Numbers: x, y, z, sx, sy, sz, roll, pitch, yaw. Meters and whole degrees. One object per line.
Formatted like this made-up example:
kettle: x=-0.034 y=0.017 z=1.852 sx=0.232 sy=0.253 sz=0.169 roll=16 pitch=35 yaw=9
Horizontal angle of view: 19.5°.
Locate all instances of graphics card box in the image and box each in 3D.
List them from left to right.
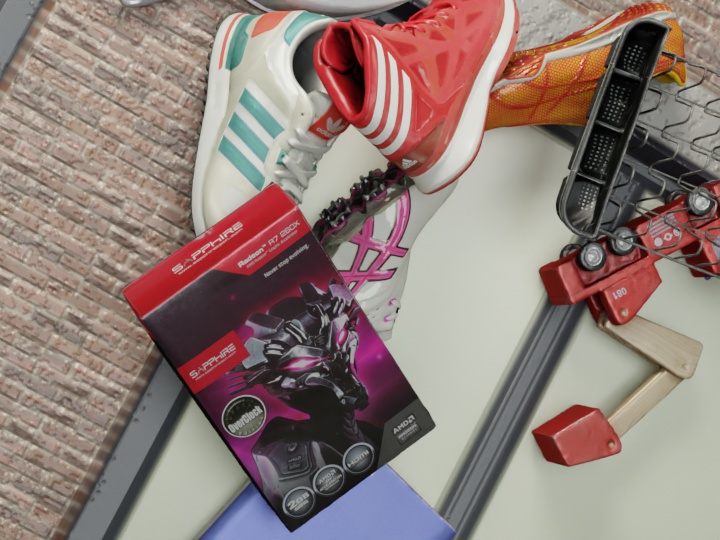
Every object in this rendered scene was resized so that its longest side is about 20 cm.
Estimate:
graphics card box: x=-0.051 y=0.059 z=1.367 sx=0.125 sy=0.051 sz=0.201 roll=-35 pitch=119 yaw=-7

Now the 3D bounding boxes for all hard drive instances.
hard drive: x=-0.047 y=0.209 z=1.442 sx=0.132 sy=0.025 sz=0.200 roll=44 pitch=81 yaw=-8

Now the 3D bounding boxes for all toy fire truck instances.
toy fire truck: x=0.198 y=0.037 z=1.486 sx=0.199 sy=0.049 sz=0.142 roll=-26 pitch=96 yaw=-12

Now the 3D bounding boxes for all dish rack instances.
dish rack: x=0.240 y=-0.070 z=1.440 sx=0.199 sy=0.055 sz=0.154 roll=21 pitch=90 yaw=-13

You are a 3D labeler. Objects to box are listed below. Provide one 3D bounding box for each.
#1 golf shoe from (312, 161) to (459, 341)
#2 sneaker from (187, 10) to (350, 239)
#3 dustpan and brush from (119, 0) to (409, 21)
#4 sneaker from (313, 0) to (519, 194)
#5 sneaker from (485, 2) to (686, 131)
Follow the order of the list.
golf shoe: x=0.000 y=0.000 z=1.435 sx=0.200 sy=0.073 sz=0.092 roll=-44 pitch=105 yaw=1
sneaker: x=-0.054 y=-0.081 z=1.387 sx=0.093 sy=0.070 sz=0.201 roll=-5 pitch=72 yaw=29
dustpan and brush: x=-0.069 y=-0.220 z=1.433 sx=0.199 sy=0.057 sz=0.140 roll=-24 pitch=105 yaw=-18
sneaker: x=0.037 y=-0.157 z=1.390 sx=0.115 sy=0.078 sz=0.201 roll=37 pitch=41 yaw=-26
sneaker: x=0.141 y=-0.124 z=1.466 sx=0.199 sy=0.073 sz=0.078 roll=-19 pitch=103 yaw=-9
